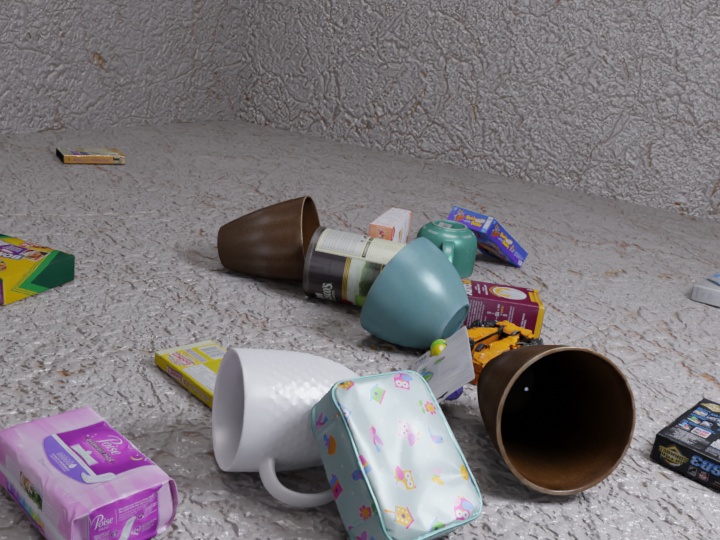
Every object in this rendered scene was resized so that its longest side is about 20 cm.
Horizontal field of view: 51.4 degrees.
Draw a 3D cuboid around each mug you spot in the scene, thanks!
[{"bbox_3d":[0.217,-0.054,1.824,0.152,0.115,0.185,-2,20,-29],"label":"mug"},{"bbox_3d":[-0.077,0.195,0.921,0.175,0.148,0.200,6,45,-24],"label":"mug"}]

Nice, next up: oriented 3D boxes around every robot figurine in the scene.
[{"bbox_3d":[0.232,0.138,1.328,0.145,0.058,0.200,23,24,39],"label":"robot figurine"}]

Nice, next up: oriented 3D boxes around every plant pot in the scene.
[{"bbox_3d":[-0.198,-0.058,1.609,0.199,0.188,0.187,-5,16,9],"label":"plant pot"},{"bbox_3d":[0.237,0.180,1.026,0.186,0.188,0.200,4,4,-12],"label":"plant pot"},{"bbox_3d":[0.115,0.060,1.338,0.135,0.201,0.200,35,28,22],"label":"plant pot"}]

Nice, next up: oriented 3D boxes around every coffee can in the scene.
[{"bbox_3d":[0.000,0.000,1.514,0.199,0.147,0.146,11,18,12],"label":"coffee can"}]

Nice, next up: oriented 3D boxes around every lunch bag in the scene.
[{"bbox_3d":[0.042,0.217,0.847,0.160,0.077,0.200,-3,59,-39],"label":"lunch bag"}]

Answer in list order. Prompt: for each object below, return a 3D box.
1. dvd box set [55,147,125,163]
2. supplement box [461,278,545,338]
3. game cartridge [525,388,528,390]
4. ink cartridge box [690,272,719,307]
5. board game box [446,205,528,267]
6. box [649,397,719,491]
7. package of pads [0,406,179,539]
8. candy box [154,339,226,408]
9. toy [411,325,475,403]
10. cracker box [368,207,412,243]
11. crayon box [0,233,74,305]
[{"bbox_3d":[-0.913,-0.389,2.531,0.199,0.030,0.146,-5,21,-32],"label":"dvd box set"},{"bbox_3d":[0.251,0.079,1.474,0.199,0.086,0.110,8,18,3],"label":"supplement box"},{"bbox_3d":[0.340,0.200,1.221,0.133,0.042,0.200,25,24,33],"label":"game cartridge"},{"bbox_3d":[0.956,0.061,1.893,0.176,0.045,0.200,19,21,35],"label":"ink cartridge box"},{"bbox_3d":[0.328,-0.087,1.928,0.134,0.045,0.200,26,-7,44],"label":"board game box"},{"bbox_3d":[0.556,0.266,1.083,0.200,0.050,0.198,22,22,38],"label":"box"},{"bbox_3d":[-0.300,0.225,0.808,0.200,0.076,0.120,23,24,39],"label":"package of pads"},{"bbox_3d":[-0.218,0.159,1.129,0.102,0.027,0.200,-12,26,-41],"label":"candy box"},{"bbox_3d":[0.135,0.167,1.173,0.047,0.115,0.200,50,14,-14],"label":"toy"},{"bbox_3d":[0.066,-0.062,1.757,0.057,0.134,0.200,13,19,14],"label":"cracker box"},{"bbox_3d":[-0.674,-0.008,1.402,0.199,0.058,0.172,14,19,19],"label":"crayon box"}]
